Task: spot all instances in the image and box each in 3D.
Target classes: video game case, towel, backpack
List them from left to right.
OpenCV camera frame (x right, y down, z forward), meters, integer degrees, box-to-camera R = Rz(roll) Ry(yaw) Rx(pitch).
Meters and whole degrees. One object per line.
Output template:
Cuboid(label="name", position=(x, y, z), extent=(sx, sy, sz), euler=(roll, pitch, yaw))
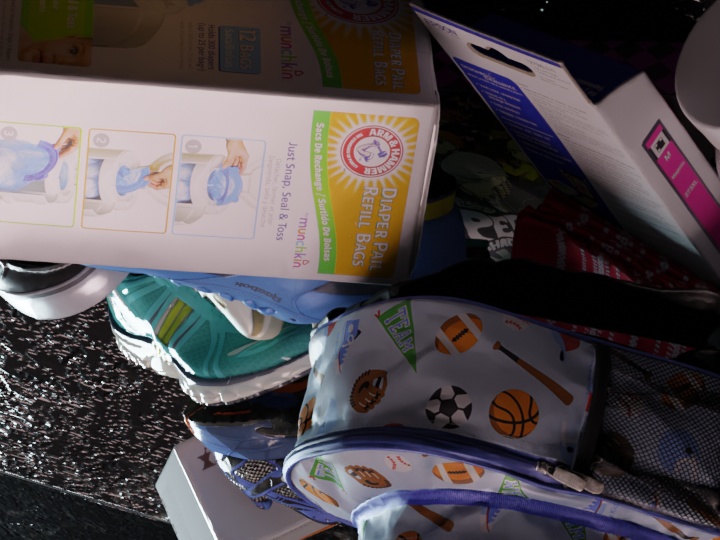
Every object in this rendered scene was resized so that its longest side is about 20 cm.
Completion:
Cuboid(label="backpack", position=(0.061, 0.086, 1.328), extent=(0.190, 0.155, 0.200), euler=(24, 153, -13))
Cuboid(label="video game case", position=(0.104, -0.051, 1.449), extent=(0.199, 0.036, 0.181), euler=(3, 151, 21))
Cuboid(label="towel", position=(0.152, 0.055, 1.393), extent=(0.200, 0.022, 0.145), euler=(32, 149, 16))

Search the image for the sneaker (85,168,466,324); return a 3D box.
Cuboid(label="sneaker", position=(-0.049, -0.003, 1.401), extent=(0.199, 0.066, 0.079), euler=(-2, 114, -3))

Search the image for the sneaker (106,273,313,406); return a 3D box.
Cuboid(label="sneaker", position=(-0.081, 0.019, 1.582), extent=(0.200, 0.077, 0.080), euler=(15, 125, 51))

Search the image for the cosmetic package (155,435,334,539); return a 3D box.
Cuboid(label="cosmetic package", position=(-0.056, 0.126, 1.733), extent=(0.101, 0.071, 0.200), euler=(-23, 173, -10))

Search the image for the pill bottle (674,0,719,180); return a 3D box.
Cuboid(label="pill bottle", position=(0.226, -0.045, 1.315), extent=(0.111, 0.111, 0.200), euler=(-10, 144, 40))

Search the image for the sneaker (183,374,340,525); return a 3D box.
Cuboid(label="sneaker", position=(-0.003, 0.095, 1.562), extent=(0.200, 0.075, 0.079), euler=(5, 130, 48))

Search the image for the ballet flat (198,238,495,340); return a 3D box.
Cuboid(label="ballet flat", position=(-0.029, 0.007, 1.485), extent=(0.199, 0.074, 0.074), euler=(8, 153, 28))

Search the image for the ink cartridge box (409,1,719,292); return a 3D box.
Cuboid(label="ink cartridge box", position=(0.105, -0.059, 1.321), extent=(0.095, 0.037, 0.200), euler=(26, 167, 42))

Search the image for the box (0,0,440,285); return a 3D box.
Cuboid(label="box", position=(-0.071, -0.071, 1.316), extent=(0.199, 0.113, 0.102), euler=(4, 128, -6))

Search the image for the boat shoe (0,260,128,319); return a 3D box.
Cuboid(label="boat shoe", position=(-0.188, -0.028, 1.572), extent=(0.066, 0.070, 0.200), euler=(44, 167, -32))
